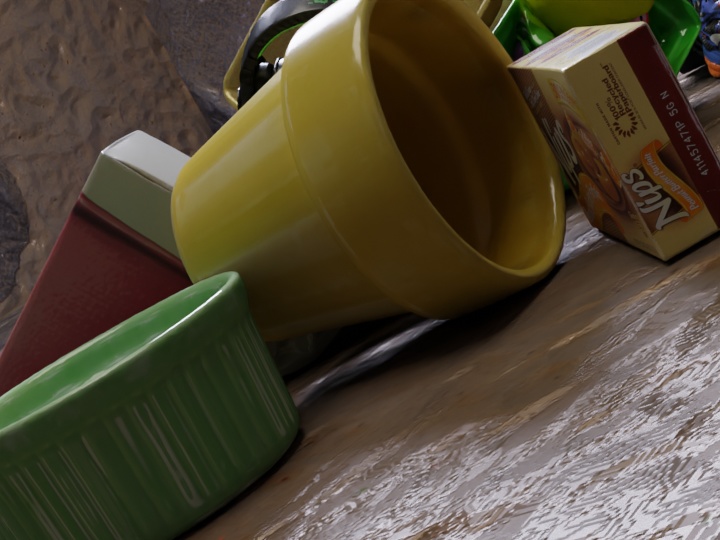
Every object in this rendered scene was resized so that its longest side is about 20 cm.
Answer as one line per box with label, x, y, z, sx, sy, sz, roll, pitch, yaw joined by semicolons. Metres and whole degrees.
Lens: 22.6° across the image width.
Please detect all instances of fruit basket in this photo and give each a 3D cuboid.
fruit basket;0.168;-0.180;1.293;0.216;0.155;0.216;-51;7;8

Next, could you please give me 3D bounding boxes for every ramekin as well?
ramekin;-0.131;0.093;1.025;0.199;0.098;0.200;-30;8;4

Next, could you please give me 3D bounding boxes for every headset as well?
headset;-0.026;-0.093;1.200;0.200;0.123;0.094;110;170;-46

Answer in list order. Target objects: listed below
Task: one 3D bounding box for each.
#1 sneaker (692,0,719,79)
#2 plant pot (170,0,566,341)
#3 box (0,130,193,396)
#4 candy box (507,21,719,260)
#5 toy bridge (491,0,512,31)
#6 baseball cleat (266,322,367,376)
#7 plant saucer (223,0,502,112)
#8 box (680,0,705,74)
sneaker;0.289;-0.190;1.345;0.075;0.079;0.200;-31;8;-7
plant pot;-0.006;-0.050;1.099;0.188;0.201;0.201;-26;8;32
box;-0.161;0.021;1.238;0.201;0.109;0.128;-62;1;12
candy box;0.145;-0.077;1.022;0.055;0.116;0.200;-29;8;1
toy bridge;0.085;-0.162;1.389;0.201;0.027;0.067;-60;-8;-19
baseball cleat;0.000;0.000;1.239;0.199;0.070;0.106;-29;8;-1
plant saucer;0.009;-0.162;1.293;0.048;0.200;0.201;14;-68;-45
box;0.299;-0.271;1.462;0.199;0.148;0.108;-23;53;35
